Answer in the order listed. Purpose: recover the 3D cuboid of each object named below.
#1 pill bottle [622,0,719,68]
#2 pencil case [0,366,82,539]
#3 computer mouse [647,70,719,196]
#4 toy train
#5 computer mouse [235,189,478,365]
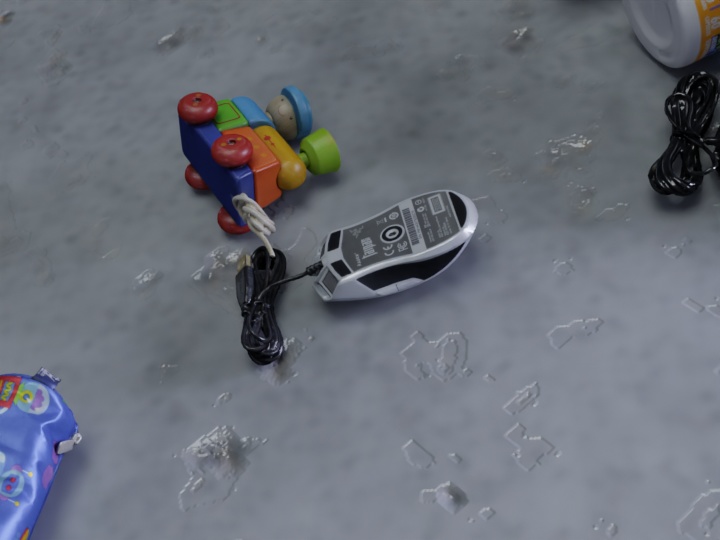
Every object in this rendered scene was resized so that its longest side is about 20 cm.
[{"bbox_3d":[0.327,-0.259,1.103,0.199,0.112,0.112,-26,46,-7],"label":"pill bottle"},{"bbox_3d":[-0.256,0.165,0.909,0.086,0.078,0.201,10,49,3],"label":"pencil case"},{"bbox_3d":[0.329,-0.100,1.003,0.199,0.053,0.139,-2,46,30],"label":"computer mouse"},{"bbox_3d":[-0.065,-0.081,1.087,0.115,0.085,0.200,-20,44,-21],"label":"toy train"},{"bbox_3d":[0.000,0.000,1.012,0.199,0.044,0.110,-19,41,6],"label":"computer mouse"}]
